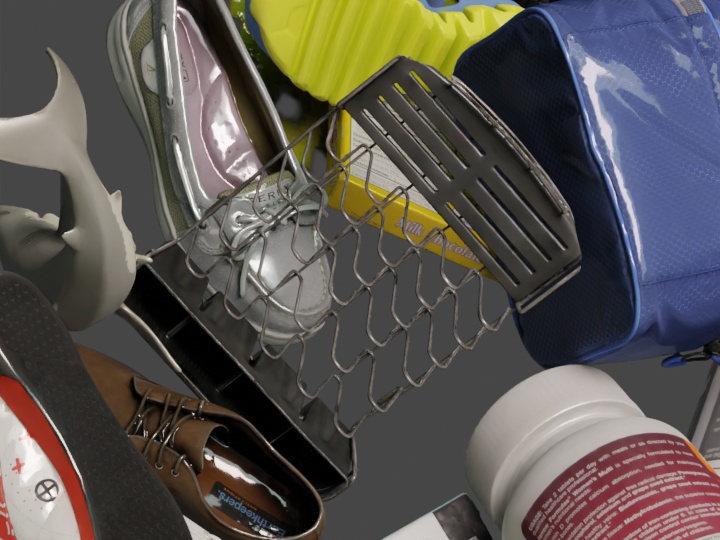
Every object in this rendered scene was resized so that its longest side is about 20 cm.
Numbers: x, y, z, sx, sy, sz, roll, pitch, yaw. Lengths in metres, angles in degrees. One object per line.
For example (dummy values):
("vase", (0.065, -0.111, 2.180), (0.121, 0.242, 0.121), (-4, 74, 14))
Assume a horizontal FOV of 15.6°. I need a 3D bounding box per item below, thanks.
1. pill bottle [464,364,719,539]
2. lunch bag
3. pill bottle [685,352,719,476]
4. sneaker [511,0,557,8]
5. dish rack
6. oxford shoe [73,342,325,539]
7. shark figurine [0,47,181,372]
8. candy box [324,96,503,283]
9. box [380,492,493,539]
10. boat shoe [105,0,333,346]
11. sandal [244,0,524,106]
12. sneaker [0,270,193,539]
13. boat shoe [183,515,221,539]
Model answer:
("pill bottle", (0.135, 0.140, 1.249), (0.109, 0.110, 0.200), (-4, 38, -30))
("lunch bag", (0.147, -0.043, 1.323), (0.132, 0.136, 0.200), (-14, 86, -25))
("pill bottle", (0.214, 0.135, 1.366), (0.116, 0.116, 0.200), (32, 56, -11))
("sneaker", (0.078, -0.204, 1.486), (0.200, 0.076, 0.091), (45, 44, -7))
("dish rack", (0.000, 0.000, 1.268), (0.153, 0.200, 0.055), (47, 23, -11))
("oxford shoe", (-0.101, 0.075, 1.244), (0.200, 0.084, 0.073), (28, 61, -11))
("shark figurine", (-0.143, 0.000, 1.185), (0.089, 0.215, 0.128), (-34, 80, -17))
("candy box", (0.073, -0.032, 1.405), (0.200, 0.026, 0.102), (24, 32, -16))
("box", (-0.010, 0.188, 1.260), (0.200, 0.049, 0.082), (-25, 80, -35))
("boat shoe", (-0.067, -0.059, 1.336), (0.074, 0.065, 0.202), (-15, 79, -32))
("sandal", (0.012, -0.136, 1.400), (0.200, 0.080, 0.087), (8, 35, -46))
("sneaker", (-0.148, 0.109, 1.152), (0.067, 0.108, 0.202), (-24, 85, -56))
("boat shoe", (-0.120, 0.130, 1.204), (0.200, 0.065, 0.074), (33, 93, 20))
